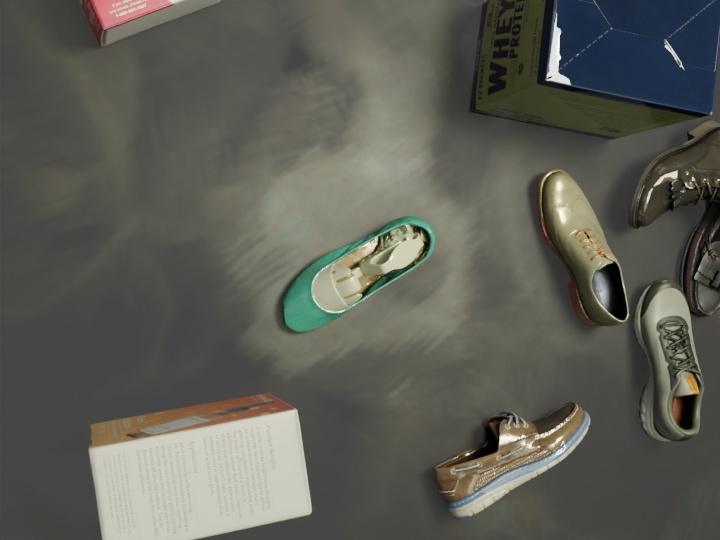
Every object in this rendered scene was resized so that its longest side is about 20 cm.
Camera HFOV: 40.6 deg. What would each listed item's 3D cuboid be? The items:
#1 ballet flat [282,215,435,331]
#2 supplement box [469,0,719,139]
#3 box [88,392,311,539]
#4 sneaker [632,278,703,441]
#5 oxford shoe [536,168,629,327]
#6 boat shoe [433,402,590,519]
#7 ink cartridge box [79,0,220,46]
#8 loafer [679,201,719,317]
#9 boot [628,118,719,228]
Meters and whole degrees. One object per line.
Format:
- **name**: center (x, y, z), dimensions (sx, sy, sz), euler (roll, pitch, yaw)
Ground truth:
- **ballet flat**: center (0.000, 0.000, 1.076), dimensions (0.200, 0.070, 0.068), euler (-33, 99, -13)
- **supplement box**: center (0.255, -0.239, 1.083), dimensions (0.199, 0.200, 0.135), euler (8, 88, -16)
- **box**: center (-0.167, 0.199, 0.985), dimensions (0.199, 0.152, 0.107), euler (-9, 91, -16)
- **sneaker**: center (0.383, 0.109, 1.182), dimensions (0.074, 0.079, 0.201), euler (-4, 90, -14)
- **oxford shoe**: center (0.271, -0.028, 1.152), dimensions (0.071, 0.074, 0.201), euler (-27, 97, -14)
- **boat shoe**: center (0.175, 0.203, 1.124), dimensions (0.200, 0.072, 0.073), euler (-33, 97, -14)
- **ink cartridge box**: center (-0.242, -0.356, 1.001), dimensions (0.144, 0.084, 0.201), euler (-25, 97, -15)
- **loafer**: center (0.453, -0.038, 1.209), dimensions (0.072, 0.063, 0.201), euler (21, 84, -16)
- **boot**: center (0.436, -0.093, 1.149), dimensions (0.200, 0.174, 0.069), euler (-43, 141, -14)
